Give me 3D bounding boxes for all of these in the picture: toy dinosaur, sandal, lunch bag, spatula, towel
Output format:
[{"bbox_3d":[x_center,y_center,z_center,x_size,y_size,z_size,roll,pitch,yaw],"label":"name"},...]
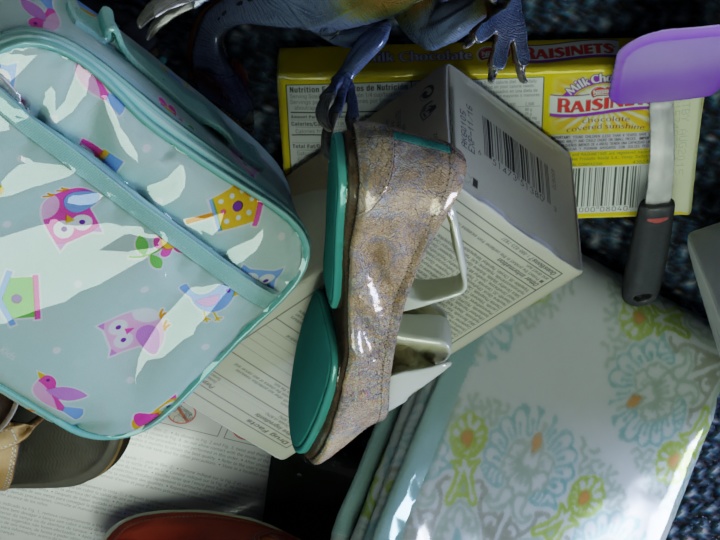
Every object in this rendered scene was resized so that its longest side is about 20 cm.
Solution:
[{"bbox_3d":[0.003,-0.115,1.136,0.181,0.200,0.105,5,126,53],"label":"toy dinosaur"},{"bbox_3d":[-0.203,0.081,1.315,0.199,0.055,0.082,-4,110,26],"label":"sandal"},{"bbox_3d":[-0.128,-0.027,1.109,0.160,0.077,0.200,-42,125,18],"label":"lunch bag"},{"bbox_3d":[0.140,-0.047,1.214,0.056,0.021,0.200,-5,138,-6],"label":"spatula"},{"bbox_3d":[0.088,0.091,1.296,0.171,0.201,0.048,27,172,-30],"label":"towel"}]

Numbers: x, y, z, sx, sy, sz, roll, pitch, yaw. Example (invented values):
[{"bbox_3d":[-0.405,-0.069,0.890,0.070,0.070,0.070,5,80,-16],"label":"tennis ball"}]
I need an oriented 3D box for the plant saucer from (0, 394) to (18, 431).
[{"bbox_3d":[-0.242,0.003,1.240,0.199,0.032,0.201,18,136,18],"label":"plant saucer"}]

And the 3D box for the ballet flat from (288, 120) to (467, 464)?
[{"bbox_3d":[0.011,0.017,1.132,0.067,0.068,0.200,0,140,-10],"label":"ballet flat"}]

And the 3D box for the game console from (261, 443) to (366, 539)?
[{"bbox_3d":[0.041,0.145,1.421,0.175,0.117,0.200,17,136,8],"label":"game console"}]

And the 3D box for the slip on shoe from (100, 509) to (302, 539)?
[{"bbox_3d":[-0.051,0.166,1.333,0.199,0.074,0.061,15,165,22],"label":"slip on shoe"}]

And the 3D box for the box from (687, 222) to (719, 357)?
[{"bbox_3d":[0.281,0.056,1.215,0.198,0.200,0.131,-20,134,5],"label":"box"}]

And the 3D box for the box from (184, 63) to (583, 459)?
[{"bbox_3d":[0.000,0.000,1.219,0.200,0.078,0.095,-32,130,31],"label":"box"}]

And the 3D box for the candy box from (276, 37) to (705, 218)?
[{"bbox_3d":[0.061,-0.065,1.225,0.199,0.026,0.102,-1,135,0],"label":"candy box"}]

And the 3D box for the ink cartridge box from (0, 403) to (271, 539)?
[{"bbox_3d":[-0.118,0.090,1.381,0.160,0.050,0.201,14,119,-16],"label":"ink cartridge box"}]

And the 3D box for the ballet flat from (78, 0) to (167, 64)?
[{"bbox_3d":[-0.153,-0.059,1.206,0.073,0.073,0.200,17,139,-18],"label":"ballet flat"}]
